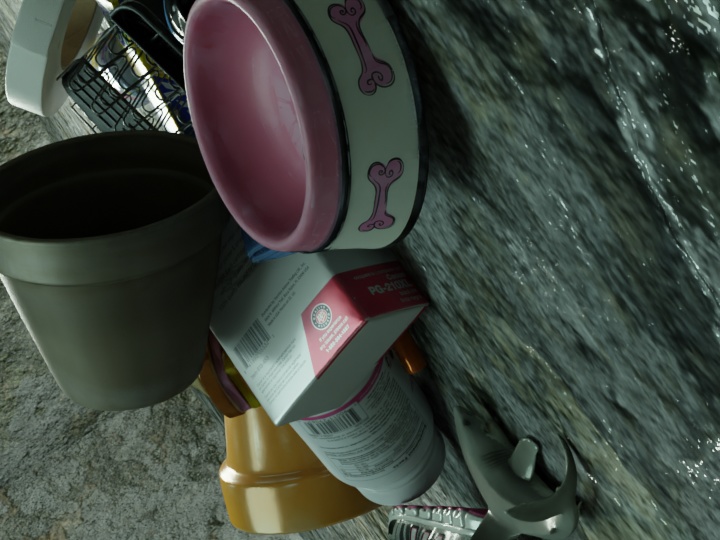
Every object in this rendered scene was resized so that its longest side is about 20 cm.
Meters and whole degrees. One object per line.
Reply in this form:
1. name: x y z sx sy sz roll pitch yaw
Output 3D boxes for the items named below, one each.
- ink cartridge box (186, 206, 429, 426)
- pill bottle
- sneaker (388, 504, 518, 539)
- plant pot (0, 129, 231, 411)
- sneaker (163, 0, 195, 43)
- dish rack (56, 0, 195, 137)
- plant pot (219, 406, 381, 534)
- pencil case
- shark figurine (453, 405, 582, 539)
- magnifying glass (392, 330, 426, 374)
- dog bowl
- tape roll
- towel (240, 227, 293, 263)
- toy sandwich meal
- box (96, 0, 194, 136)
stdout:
1. ink cartridge box: -0.061 0.000 1.363 0.200 0.084 0.145 54 127 20
2. pill bottle: -0.001 0.125 1.512 0.113 0.113 0.200 47 174 42
3. sneaker: 0.080 0.258 1.520 0.200 0.074 0.088 -14 71 62
4. plant pot: -0.191 0.007 1.316 0.200 0.200 0.174 42 144 54
5. sneaker: -0.098 -0.184 1.200 0.200 0.071 0.083 -115 16 -52
6. dish rack: -0.180 -0.146 1.441 0.153 0.055 0.200 45 140 -12
7. plant pot: -0.061 0.145 1.713 0.200 0.200 0.184 -158 51 -71
8. pencil case: -0.215 -0.201 1.630 0.200 0.090 0.083 -171 84 -76
9. shark figurine: 0.118 0.184 1.266 0.128 0.089 0.214 58 171 -13
10. magnifying glass: 0.000 0.000 1.434 0.200 0.022 0.080 59 169 -11
11. dog bowl: -0.042 -0.100 1.033 0.200 0.074 0.200 41 140 45
12. tape roll: -0.266 -0.237 1.516 0.037 0.203 0.203 21 167 0
13. towel: -0.042 -0.073 1.196 0.200 0.048 0.112 -19 84 66
14. toy sandwich meal: -0.127 0.027 1.514 0.205 0.070 0.206 -10 -90 -82
15. box: -0.162 -0.180 1.507 0.064 0.070 0.200 38 158 56
